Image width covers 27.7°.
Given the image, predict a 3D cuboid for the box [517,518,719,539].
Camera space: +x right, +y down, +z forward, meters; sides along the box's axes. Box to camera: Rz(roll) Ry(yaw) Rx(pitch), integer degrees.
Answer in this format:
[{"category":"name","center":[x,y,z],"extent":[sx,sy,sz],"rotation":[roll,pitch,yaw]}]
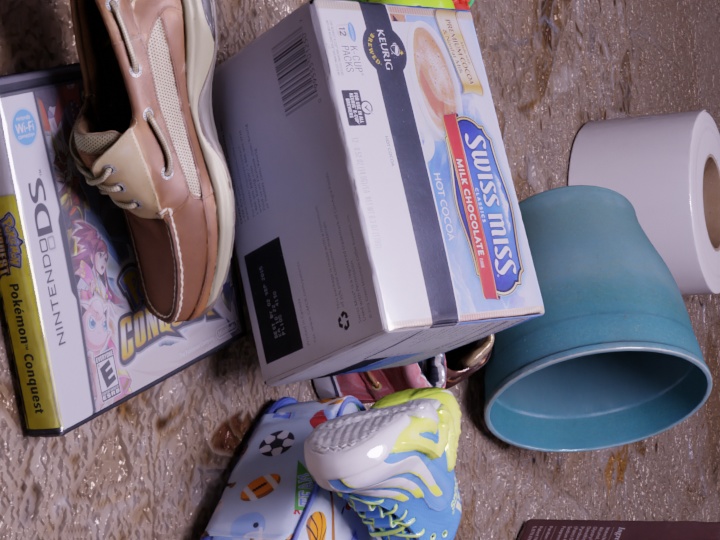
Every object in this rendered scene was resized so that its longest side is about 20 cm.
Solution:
[{"category":"box","center":[0.235,0.338,1.315],"extent":[0.164,0.198,0.167],"rotation":[-51,130,-54]}]

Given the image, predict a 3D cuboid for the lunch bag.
[{"category":"lunch bag","center":[-0.035,0.190,0.929],"extent":[0.201,0.075,0.161],"rotation":[-63,143,-48]}]

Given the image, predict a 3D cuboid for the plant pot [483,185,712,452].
[{"category":"plant pot","center":[0.198,0.035,1.308],"extent":[0.200,0.198,0.190],"rotation":[45,33,-53]}]

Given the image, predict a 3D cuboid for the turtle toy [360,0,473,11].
[{"category":"turtle toy","center":[0.040,-0.223,1.104],"extent":[0.146,0.100,0.201],"rotation":[64,34,-37]}]

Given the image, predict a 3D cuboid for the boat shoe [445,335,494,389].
[{"category":"boat shoe","center":[0.075,0.060,1.168],"extent":[0.200,0.071,0.073],"rotation":[12,76,-64]}]

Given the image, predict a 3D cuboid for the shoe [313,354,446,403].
[{"category":"shoe","center":[0.000,0.000,1.003],"extent":[0.071,0.090,0.202],"rotation":[-47,128,-56]}]

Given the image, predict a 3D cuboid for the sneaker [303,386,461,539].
[{"category":"sneaker","center":[0.027,0.133,0.890],"extent":[0.200,0.075,0.106],"rotation":[-11,90,-69]}]

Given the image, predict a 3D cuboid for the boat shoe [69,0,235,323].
[{"category":"boat shoe","center":[-0.116,-0.069,0.755],"extent":[0.073,0.075,0.202],"rotation":[-18,113,-35]}]

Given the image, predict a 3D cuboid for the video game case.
[{"category":"video game case","center":[-0.133,-0.026,0.810],"extent":[0.200,0.025,0.183],"rotation":[-28,111,-62]}]

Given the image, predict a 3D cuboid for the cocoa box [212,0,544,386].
[{"category":"cocoa box","center":[0.005,-0.046,0.893],"extent":[0.130,0.133,0.202],"rotation":[-4,77,-39]}]

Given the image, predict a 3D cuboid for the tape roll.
[{"category":"tape roll","center":[0.327,-0.070,1.629],"extent":[0.202,0.138,0.205],"rotation":[12,76,-63]}]
